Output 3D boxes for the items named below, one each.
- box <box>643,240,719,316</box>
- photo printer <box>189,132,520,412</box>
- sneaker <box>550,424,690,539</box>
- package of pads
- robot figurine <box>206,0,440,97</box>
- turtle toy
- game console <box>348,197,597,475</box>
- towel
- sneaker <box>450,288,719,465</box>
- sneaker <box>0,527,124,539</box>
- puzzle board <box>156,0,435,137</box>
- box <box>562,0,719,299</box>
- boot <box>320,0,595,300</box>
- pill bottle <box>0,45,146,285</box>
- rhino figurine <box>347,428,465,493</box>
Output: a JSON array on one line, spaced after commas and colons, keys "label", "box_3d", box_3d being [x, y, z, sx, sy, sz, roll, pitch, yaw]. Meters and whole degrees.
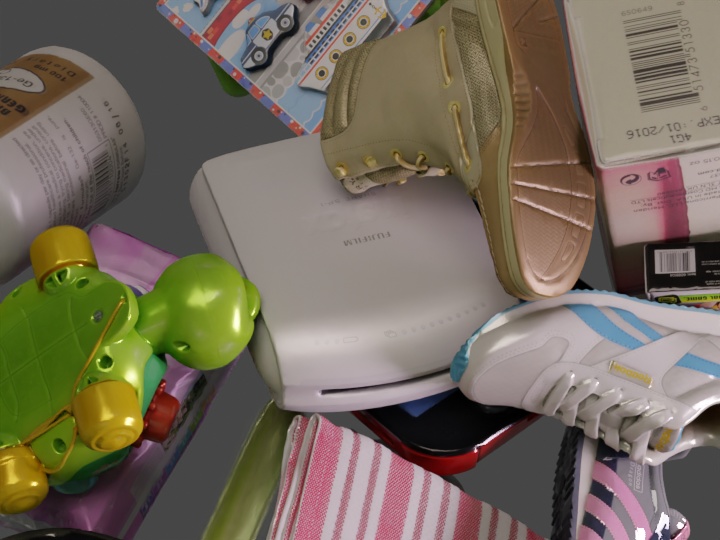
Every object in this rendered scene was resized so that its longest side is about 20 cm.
[{"label": "box", "box_3d": [0.273, 0.020, 1.580, 0.200, 0.110, 0.035, -3, 60, 9]}, {"label": "photo printer", "box_3d": [0.000, 0.000, 1.592, 0.166, 0.070, 0.200, -12, 45, -12]}, {"label": "sneaker", "box_3d": [0.152, 0.167, 1.539, 0.082, 0.070, 0.200, 13, 63, -6]}, {"label": "package of pads", "box_3d": [-0.163, 0.080, 1.639, 0.120, 0.076, 0.200, 22, 67, 17]}, {"label": "robot figurine", "box_3d": [-0.026, -0.187, 1.745, 0.175, 0.116, 0.200, -31, 60, -16]}, {"label": "turtle toy", "box_3d": [-0.150, 0.054, 1.537, 0.200, 0.101, 0.146, -32, 59, 23]}, {"label": "game console", "box_3d": [0.048, 0.029, 1.627, 0.177, 0.031, 0.200, -34, 53, -24]}, {"label": "towel", "box_3d": [0.025, 0.185, 1.509, 0.030, 0.200, 0.147, -22, 46, 50]}, {"label": "sneaker", "box_3d": [0.149, 0.065, 1.522, 0.200, 0.077, 0.081, 3, 51, -20]}, {"label": "sneaker", "box_3d": [-0.141, 0.201, 1.515, 0.199, 0.114, 0.076, 8, 100, -9]}, {"label": "puzzle board", "box_3d": [-0.020, -0.200, 1.666, 0.151, 0.017, 0.200, 42, 97, 23]}, {"label": "box", "box_3d": [0.192, -0.073, 1.593, 0.109, 0.200, 0.128, -11, 60, 4]}, {"label": "boot", "box_3d": [0.051, -0.062, 1.528, 0.155, 0.073, 0.200, -23, 68, 40]}, {"label": "pill bottle", "box_3d": [-0.233, -0.052, 1.636, 0.114, 0.115, 0.200, 24, 38, 21]}, {"label": "rhino figurine", "box_3d": [0.003, 0.193, 1.553, 0.087, 0.060, 0.200, 12, 60, 15]}]
